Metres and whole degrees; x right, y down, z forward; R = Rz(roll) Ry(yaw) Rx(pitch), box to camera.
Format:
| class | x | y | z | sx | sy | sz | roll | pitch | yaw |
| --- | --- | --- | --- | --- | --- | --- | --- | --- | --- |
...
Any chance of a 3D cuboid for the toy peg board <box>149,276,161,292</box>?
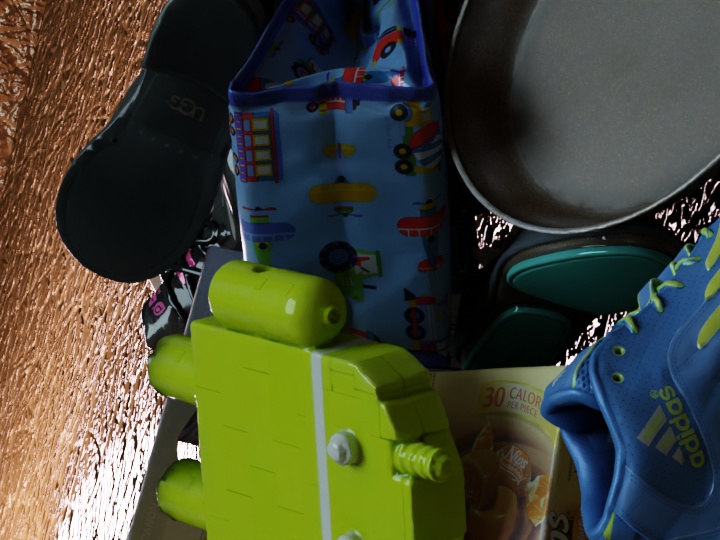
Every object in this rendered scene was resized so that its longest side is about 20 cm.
| class | x | y | z | sx | sy | sz | roll | pitch | yaw |
| --- | --- | --- | --- | --- | --- | --- | --- | --- | --- |
| toy peg board | -0.034 | -0.018 | 1.582 | 0.199 | 0.098 | 0.200 | 60 | 146 | 17 |

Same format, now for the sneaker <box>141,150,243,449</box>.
| class | x | y | z | sx | sy | sz | roll | pitch | yaw |
| --- | --- | --- | --- | --- | --- | --- | --- | --- | --- |
| sneaker | -0.071 | 0.012 | 1.394 | 0.077 | 0.084 | 0.200 | -91 | 4 | -68 |

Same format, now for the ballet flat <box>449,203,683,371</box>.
| class | x | y | z | sx | sy | sz | roll | pitch | yaw |
| --- | --- | --- | --- | --- | --- | --- | --- | --- | --- |
| ballet flat | 0.090 | -0.005 | 1.219 | 0.200 | 0.073 | 0.073 | 132 | 148 | -64 |

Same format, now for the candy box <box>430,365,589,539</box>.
| class | x | y | z | sx | sy | sz | roll | pitch | yaw |
| --- | --- | --- | --- | --- | --- | --- | --- | --- | --- |
| candy box | 0.045 | 0.106 | 1.212 | 0.200 | 0.055 | 0.116 | -7 | 69 | 58 |

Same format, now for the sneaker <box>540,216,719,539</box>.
| class | x | y | z | sx | sy | sz | roll | pitch | yaw |
| --- | --- | --- | --- | --- | --- | --- | --- | --- | --- |
| sneaker | 0.126 | 0.022 | 0.996 | 0.076 | 0.105 | 0.200 | 139 | 142 | -64 |

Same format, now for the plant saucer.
| class | x | y | z | sx | sy | sz | roll | pitch | yaw |
| --- | --- | --- | --- | --- | --- | --- | --- | --- | --- |
| plant saucer | 0.119 | -0.102 | 1.140 | 0.200 | 0.032 | 0.200 | -24 | 52 | 35 |

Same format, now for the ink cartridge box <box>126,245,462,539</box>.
| class | x | y | z | sx | sy | sz | roll | pitch | yaw |
| --- | --- | --- | --- | --- | --- | --- | --- | --- | --- |
| ink cartridge box | -0.033 | 0.091 | 1.361 | 0.044 | 0.174 | 0.200 | 30 | 106 | 61 |

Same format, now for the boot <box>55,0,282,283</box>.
| class | x | y | z | sx | sy | sz | roll | pitch | yaw |
| --- | --- | --- | --- | --- | --- | --- | --- | --- | --- |
| boot | -0.066 | -0.102 | 1.319 | 0.200 | 0.069 | 0.174 | -58 | 2 | 34 |

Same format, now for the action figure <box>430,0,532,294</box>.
| class | x | y | z | sx | sy | sz | roll | pitch | yaw |
| --- | --- | --- | --- | --- | --- | --- | --- | --- | --- |
| action figure | 0.083 | -0.092 | 1.308 | 0.193 | 0.105 | 0.200 | 145 | 122 | -78 |

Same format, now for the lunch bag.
| class | x | y | z | sx | sy | sz | roll | pitch | yaw |
| --- | --- | --- | --- | --- | --- | --- | --- | --- | --- |
| lunch bag | -0.002 | -0.069 | 1.277 | 0.200 | 0.094 | 0.151 | -84 | -9 | -56 |

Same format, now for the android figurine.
| class | x | y | z | sx | sy | sz | roll | pitch | yaw |
| --- | --- | --- | --- | --- | --- | --- | --- | --- | --- |
| android figurine | -0.024 | 0.088 | 1.184 | 0.200 | 0.041 | 0.182 | 16 | 113 | 49 |
